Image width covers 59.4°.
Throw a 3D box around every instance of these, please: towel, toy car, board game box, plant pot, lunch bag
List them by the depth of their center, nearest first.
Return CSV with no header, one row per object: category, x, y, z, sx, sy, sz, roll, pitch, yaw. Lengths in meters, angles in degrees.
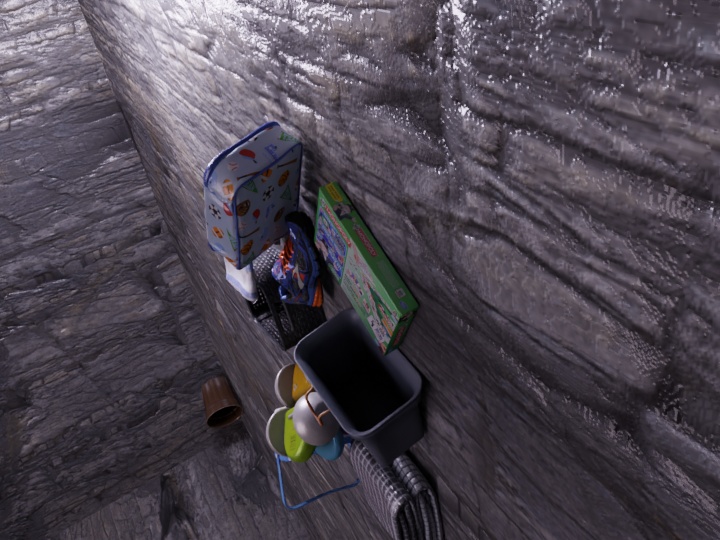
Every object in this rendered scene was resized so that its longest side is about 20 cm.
board game box,0.000,0.000,0.838,0.202,0.029,0.135,58,158,20
lunch bag,-0.148,-0.105,0.907,0.075,0.160,0.201,35,146,14
towel,0.057,0.386,1.070,0.165,0.084,0.203,41,149,50
toy car,-0.065,0.235,1.090,0.175,0.148,0.203,-38,36,49
towel,-0.228,-0.055,1.123,0.146,0.023,0.204,29,130,58
plant pot,-0.733,0.678,3.288,0.202,0.197,0.200,91,154,-52

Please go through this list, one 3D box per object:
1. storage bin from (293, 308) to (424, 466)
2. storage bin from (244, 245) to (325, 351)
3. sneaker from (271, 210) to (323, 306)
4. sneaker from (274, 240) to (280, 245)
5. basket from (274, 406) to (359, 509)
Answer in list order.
storage bin,0.002,0.184,0.915,0.200,0.144,0.136,44,162,44
storage bin,-0.155,0.047,1.195,0.199,0.093,0.138,29,141,59
sneaker,-0.101,-0.008,0.985,0.202,0.077,0.076,88,171,-47
sneaker,-0.167,-0.077,1.100,0.083,0.074,0.200,65,160,1
basket,-0.101,0.376,1.326,0.139,0.173,0.204,-14,90,66
